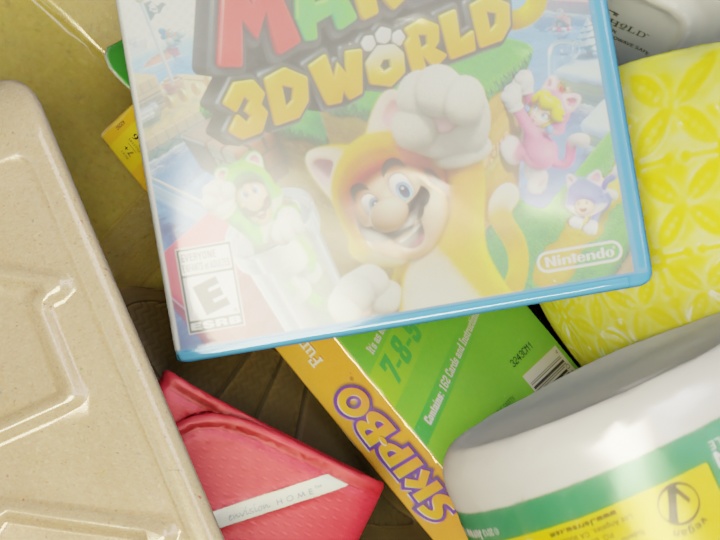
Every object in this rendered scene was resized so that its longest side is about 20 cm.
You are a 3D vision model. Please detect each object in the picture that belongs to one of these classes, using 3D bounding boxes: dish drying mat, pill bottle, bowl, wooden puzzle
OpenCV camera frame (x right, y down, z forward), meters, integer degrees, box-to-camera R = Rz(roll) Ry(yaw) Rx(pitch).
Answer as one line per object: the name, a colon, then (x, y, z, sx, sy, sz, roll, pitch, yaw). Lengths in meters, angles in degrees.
dish drying mat: (-0.070, 0.134, 0.830, 0.077, 0.018, 0.200, 28, 86, -12)
pill bottle: (0.112, 0.121, 0.826, 0.113, 0.113, 0.201, -26, 93, -32)
bowl: (0.144, 0.016, 0.921, 0.199, 0.200, 0.108, 12, 68, -20)
wooden puzzle: (-0.135, 0.072, 0.780, 0.185, 0.046, 0.201, -24, 77, 2)

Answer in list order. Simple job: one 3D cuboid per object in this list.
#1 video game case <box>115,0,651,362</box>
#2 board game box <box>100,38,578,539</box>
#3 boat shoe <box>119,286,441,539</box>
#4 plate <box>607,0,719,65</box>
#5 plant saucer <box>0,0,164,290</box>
video game case: (0.000, -0.083, 0.851, 0.143, 0.018, 0.201, -9, 90, 2)
board game box: (0.000, 0.000, 0.905, 0.200, 0.030, 0.096, 53, 34, 0)
boat shoe: (-0.018, 0.084, 0.895, 0.200, 0.065, 0.073, 40, 51, -13)
plate: (0.079, -0.088, 0.940, 0.199, 0.200, 0.032, 23, 53, -6)
plant saucer: (-0.143, -0.052, 0.921, 0.200, 0.048, 0.200, 43, 56, -3)
